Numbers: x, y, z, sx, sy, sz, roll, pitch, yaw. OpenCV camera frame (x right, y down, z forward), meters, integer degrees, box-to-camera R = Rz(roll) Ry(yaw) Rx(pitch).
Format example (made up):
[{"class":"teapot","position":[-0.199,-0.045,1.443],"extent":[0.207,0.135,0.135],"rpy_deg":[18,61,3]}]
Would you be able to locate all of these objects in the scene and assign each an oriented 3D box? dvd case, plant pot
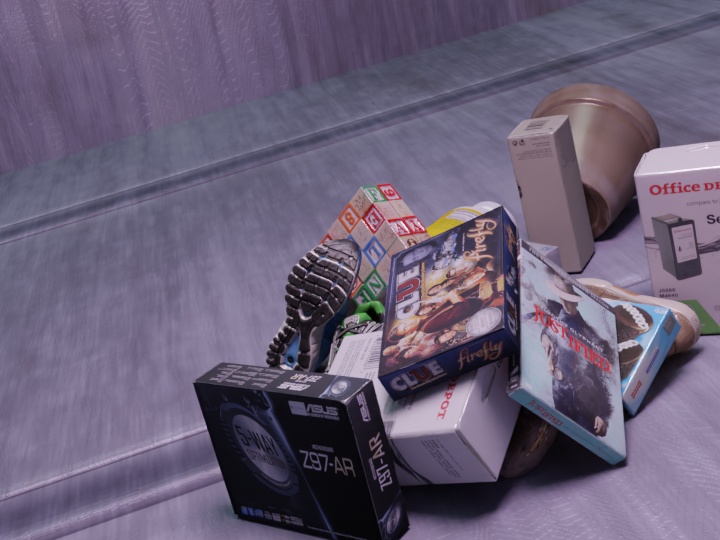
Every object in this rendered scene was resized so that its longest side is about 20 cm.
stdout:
[{"class":"dvd case","position":[0.202,0.077,1.212],"extent":[0.022,0.146,0.200],"rpy_deg":[-39,28,34]},{"class":"plant pot","position":[0.319,-0.138,1.770],"extent":[0.199,0.200,0.174],"rpy_deg":[-3,40,28]}]

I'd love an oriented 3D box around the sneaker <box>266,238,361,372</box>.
[{"class":"sneaker","position":[-0.050,0.045,1.515],"extent":[0.078,0.200,0.090],"rpy_deg":[33,24,16]}]

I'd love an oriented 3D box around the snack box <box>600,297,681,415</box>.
[{"class":"snack box","position":[0.235,0.083,1.335],"extent":[0.200,0.037,0.116],"rpy_deg":[8,58,48]}]

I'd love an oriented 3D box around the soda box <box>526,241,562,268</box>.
[{"class":"soda box","position":[0.167,0.033,1.543],"extent":[0.200,0.068,0.063],"rpy_deg":[-28,25,-32]}]

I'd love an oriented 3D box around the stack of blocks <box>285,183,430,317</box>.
[{"class":"stack of blocks","position":[0.000,0.000,1.575],"extent":[0.058,0.115,0.200],"rpy_deg":[-10,-33,-47]}]

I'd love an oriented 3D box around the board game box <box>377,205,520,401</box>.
[{"class":"board game box","position":[0.088,0.029,1.204],"extent":[0.135,0.035,0.200],"rpy_deg":[-25,30,21]}]

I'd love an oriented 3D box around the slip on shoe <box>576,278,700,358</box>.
[{"class":"slip on shoe","position":[0.284,0.061,1.390],"extent":[0.200,0.076,0.061],"rpy_deg":[15,38,42]}]

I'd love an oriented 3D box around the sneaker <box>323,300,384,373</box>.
[{"class":"sneaker","position":[-0.015,0.102,1.460],"extent":[0.078,0.085,0.200],"rpy_deg":[-7,22,20]}]

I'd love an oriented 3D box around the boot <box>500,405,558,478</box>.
[{"class":"boot","position":[0.170,0.103,1.261],"extent":[0.187,0.064,0.200],"rpy_deg":[-57,22,4]}]

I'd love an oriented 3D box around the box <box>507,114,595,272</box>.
[{"class":"box","position":[0.258,-0.101,1.649],"extent":[0.068,0.201,0.082],"rpy_deg":[-4,21,28]}]

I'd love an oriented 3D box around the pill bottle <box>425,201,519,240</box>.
[{"class":"pill bottle","position":[0.129,-0.017,1.644],"extent":[0.112,0.113,0.200],"rpy_deg":[2,24,38]}]

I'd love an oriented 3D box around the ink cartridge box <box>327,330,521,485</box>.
[{"class":"ink cartridge box","position":[0.056,0.132,1.217],"extent":[0.200,0.084,0.145],"rpy_deg":[-11,41,40]}]

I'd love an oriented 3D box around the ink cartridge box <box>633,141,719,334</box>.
[{"class":"ink cartridge box","position":[0.396,-0.036,1.373],"extent":[0.145,0.201,0.084],"rpy_deg":[-5,21,26]}]

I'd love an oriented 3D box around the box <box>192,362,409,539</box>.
[{"class":"box","position":[-0.058,0.175,1.181],"extent":[0.200,0.161,0.044],"rpy_deg":[3,26,39]}]
